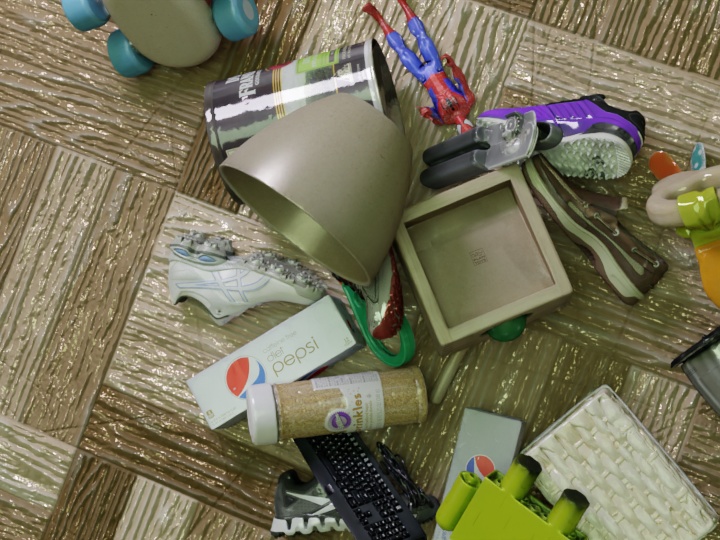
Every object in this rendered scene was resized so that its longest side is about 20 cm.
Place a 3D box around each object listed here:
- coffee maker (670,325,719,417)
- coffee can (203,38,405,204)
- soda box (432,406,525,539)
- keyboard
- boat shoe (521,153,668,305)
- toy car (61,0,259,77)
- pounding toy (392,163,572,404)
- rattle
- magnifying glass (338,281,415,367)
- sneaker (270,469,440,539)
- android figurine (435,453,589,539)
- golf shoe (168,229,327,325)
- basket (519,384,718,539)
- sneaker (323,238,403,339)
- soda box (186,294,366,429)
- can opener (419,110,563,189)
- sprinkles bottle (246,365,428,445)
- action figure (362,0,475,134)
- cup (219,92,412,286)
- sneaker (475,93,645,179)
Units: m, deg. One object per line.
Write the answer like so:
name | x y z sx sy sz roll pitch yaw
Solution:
coffee maker | 0.462 0.123 1.562 0.192 0.135 0.200 -36 80 6
coffee can | -0.061 -0.169 1.693 0.200 0.146 0.147 -13 82 10
soda box | 0.129 0.257 1.656 0.068 0.063 0.201 13 88 12
keyboard | 0.008 0.224 1.646 0.104 0.040 0.200 -13 45 -27
boat shoe | 0.263 -0.060 1.638 0.075 0.075 0.202 -39 101 14
toy car | -0.230 -0.363 1.764 0.184 0.177 0.200 -14 54 24
pounding toy | 0.127 0.019 1.656 0.184 0.142 0.200 -22 79 -1
rattle | 0.375 -0.052 1.596 0.130 0.200 0.143 -38 102 -2
magnifying glass | -0.001 0.026 1.710 0.022 0.080 0.200 -26 67 -31
sneaker | -0.010 0.254 1.685 0.200 0.066 0.091 -5 86 14
android figurine | 0.159 0.296 1.566 0.182 0.041 0.200 34 116 20
golf shoe | -0.135 0.022 1.738 0.200 0.078 0.097 16 102 20
basket | 0.275 0.237 1.597 0.136 0.123 0.200 -41 78 5
sneaker | 0.000 0.000 1.653 0.082 0.078 0.200 -14 47 -1
soda box | -0.097 0.108 1.718 0.200 0.064 0.068 -31 80 7
can opener | 0.145 -0.128 1.647 0.067 0.200 0.053 16 73 -28
sprinkles bottle | -0.027 0.151 1.666 0.199 0.068 0.068 -7 83 -9
action figure | 0.071 -0.238 1.699 0.065 0.099 0.200 -34 82 8
cup | -0.027 -0.101 1.553 0.200 0.200 0.143 35 80 13
sneaker | 0.232 -0.160 1.674 0.200 0.070 0.100 13 50 31
